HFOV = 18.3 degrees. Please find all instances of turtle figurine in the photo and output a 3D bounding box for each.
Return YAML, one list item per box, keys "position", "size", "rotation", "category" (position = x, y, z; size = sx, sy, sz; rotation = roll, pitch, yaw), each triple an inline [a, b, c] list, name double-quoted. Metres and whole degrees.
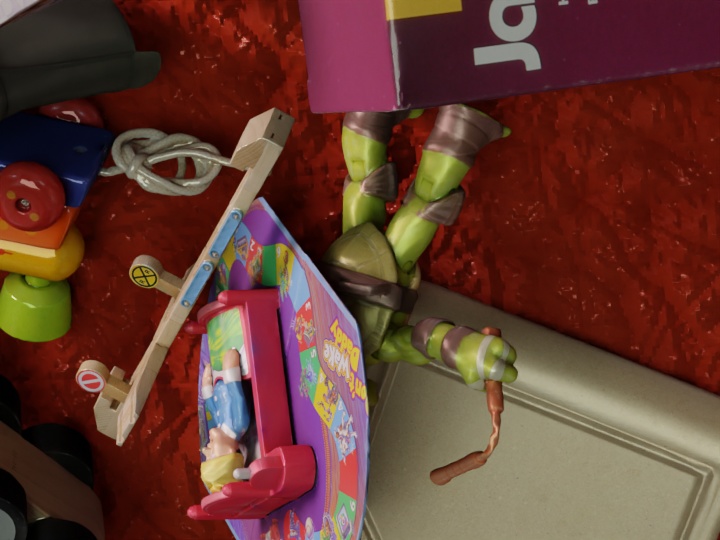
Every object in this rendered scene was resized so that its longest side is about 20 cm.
- position: [0.000, 0.000, 1.001]
  size: [0.199, 0.064, 0.163]
  rotation: [14, 89, 52]
  category: "turtle figurine"

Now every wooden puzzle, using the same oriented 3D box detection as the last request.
- position: [0.069, 0.124, 1.061]
  size: [0.184, 0.037, 0.201]
  rotation: [21, 104, 8]
  category: "wooden puzzle"

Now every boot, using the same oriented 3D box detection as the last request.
- position: [-0.196, -0.127, 1.039]
  size: [0.200, 0.138, 0.078]
  rotation: [53, 145, 32]
  category: "boot"

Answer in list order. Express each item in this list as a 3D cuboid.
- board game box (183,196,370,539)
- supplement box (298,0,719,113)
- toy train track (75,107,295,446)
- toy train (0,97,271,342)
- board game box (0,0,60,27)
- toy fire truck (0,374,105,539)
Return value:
- position: [-0.053, 0.064, 0.991]
  size: [0.039, 0.200, 0.159]
  rotation: [-1, 118, -25]
  category: "board game box"
- position: [0.078, -0.139, 0.891]
  size: [0.199, 0.103, 0.132]
  rotation: [-10, 98, -20]
  category: "supplement box"
- position: [-0.085, 0.001, 1.001]
  size: [0.032, 0.115, 0.200]
  rotation: [27, 129, -7]
  category: "toy train track"
- position: [-0.146, -0.016, 1.055]
  size: [0.198, 0.085, 0.116]
  rotation: [12, 123, 4]
  category: "toy train"
- position: [-0.159, -0.208, 0.934]
  size: [0.041, 0.200, 0.200]
  rotation: [-27, 97, 20]
  category: "board game box"
- position: [-0.244, 0.125, 1.078]
  size: [0.200, 0.129, 0.176]
  rotation: [-39, 123, 16]
  category: "toy fire truck"
